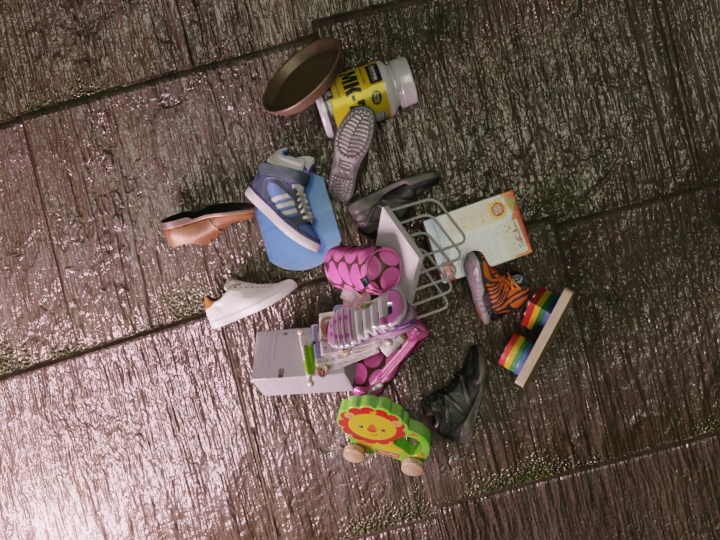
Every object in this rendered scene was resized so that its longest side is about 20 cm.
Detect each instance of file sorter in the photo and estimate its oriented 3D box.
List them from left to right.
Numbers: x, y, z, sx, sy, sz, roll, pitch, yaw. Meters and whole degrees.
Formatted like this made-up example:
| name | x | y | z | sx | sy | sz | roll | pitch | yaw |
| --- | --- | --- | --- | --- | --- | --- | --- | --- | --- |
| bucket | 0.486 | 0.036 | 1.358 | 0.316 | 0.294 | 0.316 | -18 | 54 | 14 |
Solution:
| name | x | y | z | sx | sy | sz | roll | pitch | yaw |
| --- | --- | --- | --- | --- | --- | --- | --- | --- | --- |
| file sorter | 0.111 | -0.019 | 1.626 | 0.123 | 0.202 | 0.140 | -18 | 52 | -23 |

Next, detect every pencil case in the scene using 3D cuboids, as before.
| name | x | y | z | sx | sy | sz | roll | pitch | yaw |
| --- | --- | --- | --- | --- | --- | --- | --- | --- | --- |
| pencil case | 0.000 | 0.000 | 1.620 | 0.089 | 0.199 | 0.096 | -17 | 101 | -23 |
| pencil case | 0.058 | 0.176 | 1.697 | 0.090 | 0.094 | 0.201 | 37 | 90 | -5 |

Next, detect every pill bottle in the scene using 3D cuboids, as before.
| name | x | y | z | sx | sy | sz | roll | pitch | yaw |
| --- | --- | --- | --- | --- | --- | --- | --- | --- | --- |
| pill bottle | 0.009 | -0.352 | 1.691 | 0.197 | 0.114 | 0.116 | -20 | 90 | 0 |

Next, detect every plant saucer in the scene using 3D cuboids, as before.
| name | x | y | z | sx | sy | sz | roll | pitch | yaw |
| --- | --- | --- | --- | --- | --- | --- | --- | --- | --- |
| plant saucer | -0.112 | -0.381 | 1.670 | 0.200 | 0.200 | 0.029 | -44 | 126 | 1 |

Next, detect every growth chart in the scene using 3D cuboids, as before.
| name | x | y | z | sx | sy | sz | roll | pitch | yaw |
| --- | --- | --- | --- | --- | --- | --- | --- | --- | --- |
| growth chart | -0.030 | 0.123 | 1.615 | 0.197 | 0.018 | 0.146 | -25 | 55 | 5 |

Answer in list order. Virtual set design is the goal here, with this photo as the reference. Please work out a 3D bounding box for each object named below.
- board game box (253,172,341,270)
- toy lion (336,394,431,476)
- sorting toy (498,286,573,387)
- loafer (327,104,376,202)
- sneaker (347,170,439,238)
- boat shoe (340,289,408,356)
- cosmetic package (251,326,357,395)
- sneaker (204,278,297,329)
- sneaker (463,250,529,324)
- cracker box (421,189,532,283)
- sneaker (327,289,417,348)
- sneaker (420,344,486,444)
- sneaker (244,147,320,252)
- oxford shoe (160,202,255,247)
| name | x | y | z | sx | sy | sz | roll | pitch | yaw |
| --- | --- | --- | --- | --- | --- | --- | --- | --- | --- |
| board game box | -0.128 | -0.100 | 1.732 | 0.155 | 0.039 | 0.204 | -18 | 85 | 5 |
| toy lion | 0.048 | 0.316 | 1.660 | 0.196 | 0.193 | 0.069 | 13 | 48 | 0 |
| sorting toy | 0.343 | 0.124 | 1.658 | 0.069 | 0.199 | 0.202 | 28 | 90 | 15 |
| loafer | -0.017 | -0.238 | 1.674 | 0.074 | 0.070 | 0.203 | 23 | 118 | 3 |
| sneaker | 0.083 | -0.124 | 1.706 | 0.197 | 0.076 | 0.116 | -27 | 92 | 3 |
| boat shoe | 0.010 | 0.100 | 1.668 | 0.070 | 0.200 | 0.071 | -49 | 134 | -2 |
| cosmetic package | -0.108 | 0.179 | 1.669 | 0.196 | 0.081 | 0.115 | -8 | 56 | 15 |
| sneaker | -0.228 | 0.045 | 1.714 | 0.197 | 0.073 | 0.086 | -22 | 93 | 2 |
| sneaker | 0.273 | 0.016 | 1.676 | 0.110 | 0.201 | 0.078 | -24 | 50 | -2 |
| cracker box | 0.236 | -0.069 | 1.720 | 0.196 | 0.058 | 0.136 | -18 | 91 | -1 |
| sneaker | 0.026 | 0.102 | 1.552 | 0.198 | 0.088 | 0.082 | -21 | 60 | 35 |
| sneaker | 0.191 | 0.245 | 1.713 | 0.112 | 0.076 | 0.203 | 14 | 96 | -6 |
| sneaker | -0.122 | -0.152 | 1.672 | 0.199 | 0.081 | 0.147 | 41 | 96 | 12 |
| oxford shoe | -0.304 | -0.093 | 1.724 | 0.196 | 0.072 | 0.073 | -13 | 108 | 6 |
